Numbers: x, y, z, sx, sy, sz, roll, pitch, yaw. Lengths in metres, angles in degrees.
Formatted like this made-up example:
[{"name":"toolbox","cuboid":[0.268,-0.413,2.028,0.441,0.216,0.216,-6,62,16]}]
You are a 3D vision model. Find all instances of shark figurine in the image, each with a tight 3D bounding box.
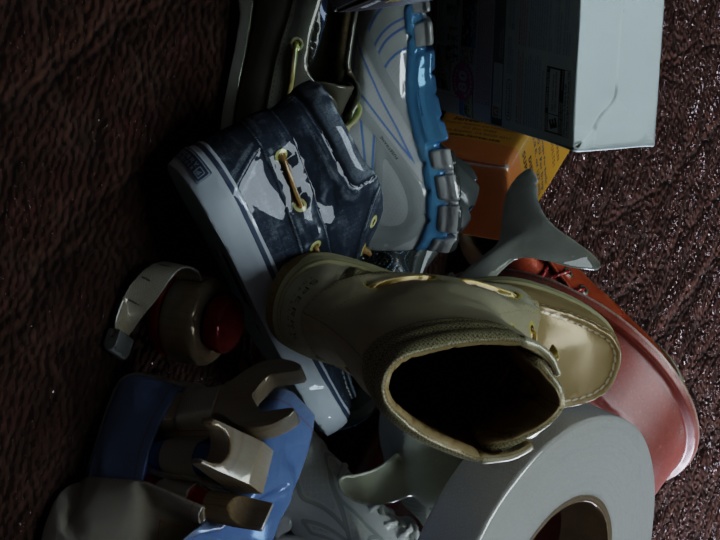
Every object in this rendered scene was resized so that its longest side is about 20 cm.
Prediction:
[{"name":"shark figurine","cuboid":[0.037,0.049,1.122,0.128,0.089,0.216,3,111,-33]}]

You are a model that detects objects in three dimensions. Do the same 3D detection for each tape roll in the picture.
[{"name":"tape roll","cuboid":[0.096,0.169,1.135,0.202,0.037,0.204,-27,127,-42]}]

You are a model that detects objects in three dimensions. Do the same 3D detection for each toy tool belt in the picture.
[{"name":"toy tool belt","cuboid":[-0.068,0.101,1.010,0.125,0.122,0.201,47,56,-59]}]

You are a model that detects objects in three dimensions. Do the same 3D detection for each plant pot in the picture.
[{"name":"plant pot","cuboid":[0.081,0.138,1.279,0.196,0.200,0.201,-53,144,-30]}]

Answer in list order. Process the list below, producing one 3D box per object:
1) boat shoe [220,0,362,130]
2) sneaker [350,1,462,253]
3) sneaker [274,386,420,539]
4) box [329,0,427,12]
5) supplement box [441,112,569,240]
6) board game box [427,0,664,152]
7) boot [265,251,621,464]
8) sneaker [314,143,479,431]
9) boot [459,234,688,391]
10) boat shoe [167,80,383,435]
[{"name":"boat shoe","cuboid":[-0.032,-0.103,1.090,0.072,0.060,0.203,-15,112,-63]},{"name":"sneaker","cuboid":[0.000,-0.105,1.152,0.075,0.086,0.201,134,-53,-79]},{"name":"sneaker","cuboid":[-0.004,0.151,1.153,0.201,0.081,0.075,66,15,-8]},{"name":"box","cuboid":[0.005,-0.238,1.047,0.158,0.048,0.201,-23,93,-62]},{"name":"supplement box","cuboid":[0.109,-0.107,1.381,0.200,0.068,0.067,-59,149,-43]},{"name":"board game box","cuboid":[0.091,-0.159,1.171,0.064,0.200,0.148,-6,107,-30]},{"name":"boot","cuboid":[0.069,0.047,0.996,0.199,0.155,0.073,14,98,-26]},{"name":"sneaker","cuboid":[0.000,0.000,1.205,0.082,0.073,0.201,42,56,-35]},{"name":"boot","cuboid":[0.136,0.033,1.367,0.075,0.200,0.107,-42,140,-5]},{"name":"boat shoe","cuboid":[-0.022,-0.002,1.066,0.091,0.071,0.201,-32,131,-10]}]
